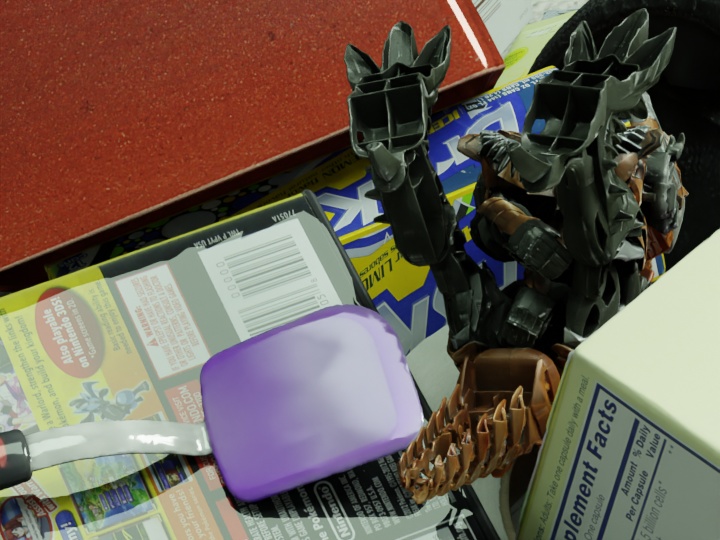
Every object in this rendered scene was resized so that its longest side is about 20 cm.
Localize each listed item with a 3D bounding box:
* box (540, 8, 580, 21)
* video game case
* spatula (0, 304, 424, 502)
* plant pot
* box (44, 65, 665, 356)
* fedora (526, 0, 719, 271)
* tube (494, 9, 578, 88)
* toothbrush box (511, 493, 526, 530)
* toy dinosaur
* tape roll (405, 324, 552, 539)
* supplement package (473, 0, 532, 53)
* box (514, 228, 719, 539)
[{"bbox_3d":[0.155,-0.074,1.273,0.199,0.040,0.137,1,29,26],"label":"box"},{"bbox_3d":[-0.060,0.079,0.856,0.180,0.026,0.200,-19,53,-13],"label":"video game case"},{"bbox_3d":[-0.082,0.053,0.848,0.199,0.021,0.057,-12,56,-6],"label":"spatula"},{"bbox_3d":[-0.074,-0.110,1.044,0.199,0.177,0.200,-22,-1,0],"label":"plant pot"},{"bbox_3d":[0.000,0.000,0.986,0.199,0.064,0.070,-23,28,-14],"label":"box"},{"bbox_3d":[0.142,-0.021,1.087,0.091,0.201,0.200,8,9,-40],"label":"fedora"},{"bbox_3d":[0.062,-0.047,1.198,0.058,0.052,0.200,20,52,12],"label":"tube"},{"bbox_3d":[-0.035,0.067,1.040,0.200,0.086,0.146,14,38,41],"label":"toothbrush box"},{"bbox_3d":[0.059,-0.003,0.869,0.102,0.136,0.200,-12,31,8],"label":"toy dinosaur"},{"bbox_3d":[0.092,0.087,0.905,0.202,0.037,0.203,5,45,-5],"label":"tape roll"},{"bbox_3d":[-0.033,-0.153,1.427,0.199,0.117,0.117,2,31,28],"label":"supplement package"},{"bbox_3d":[0.180,0.067,0.847,0.200,0.097,0.176,35,48,21],"label":"box"}]
